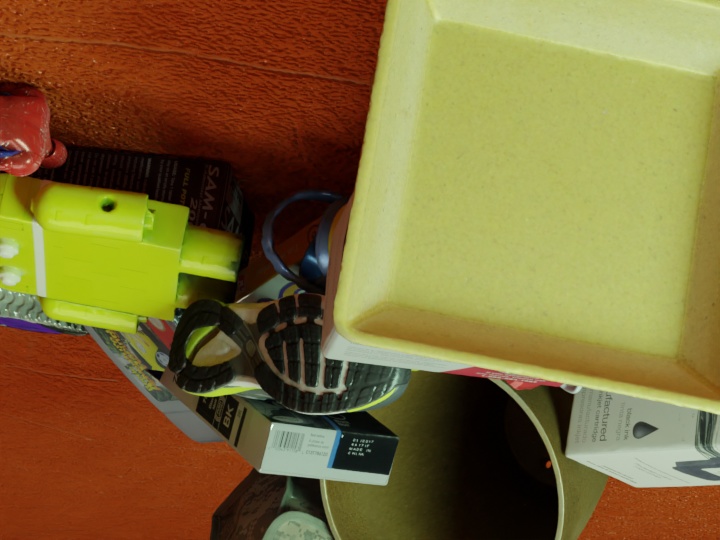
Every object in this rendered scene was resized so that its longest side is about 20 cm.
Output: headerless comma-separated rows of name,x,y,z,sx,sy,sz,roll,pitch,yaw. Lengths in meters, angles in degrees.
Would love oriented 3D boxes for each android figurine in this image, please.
android figurine,-0.175,-0.011,1.365,0.199,0.041,0.182,10,157,-5

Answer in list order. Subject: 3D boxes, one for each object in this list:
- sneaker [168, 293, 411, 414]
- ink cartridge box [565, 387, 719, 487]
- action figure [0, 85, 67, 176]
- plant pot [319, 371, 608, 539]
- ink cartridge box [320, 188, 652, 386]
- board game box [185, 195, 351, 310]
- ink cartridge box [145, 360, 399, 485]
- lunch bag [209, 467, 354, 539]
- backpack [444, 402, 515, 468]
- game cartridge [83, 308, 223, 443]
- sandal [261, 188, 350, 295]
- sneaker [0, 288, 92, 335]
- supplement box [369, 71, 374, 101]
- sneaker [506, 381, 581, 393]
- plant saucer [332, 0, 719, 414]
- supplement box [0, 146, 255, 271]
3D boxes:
sneaker,-0.032,0.051,1.330,0.081,0.074,0.200,9,179,-40
ink cartridge box,0.240,0.057,1.374,0.084,0.145,0.200,25,158,-39
action figure,-0.259,-0.099,1.275,0.099,0.065,0.200,-10,155,33
plant pot,0.102,0.133,1.523,0.186,0.187,0.200,-1,-172,31
ink cartridge box,0.066,-0.006,1.147,0.147,0.086,0.200,9,161,-8
board game box,-0.018,0.005,1.429,0.200,0.030,0.095,-31,142,34
ink cartridge box,-0.063,0.089,1.451,0.099,0.039,0.200,8,-168,-31
lunch bag,-0.023,0.234,1.546,0.164,0.200,0.118,35,112,-15
backpack,0.026,0.098,1.653,0.200,0.167,0.127,29,153,-18
game cartridge,-0.144,0.051,1.597,0.200,0.041,0.133,51,153,-19
sandal,0.000,0.000,1.348,0.087,0.080,0.200,14,160,24
sneaker,-0.284,0.010,1.647,0.200,0.070,0.099,20,164,-30
supplement box,0.058,-0.049,1.260,0.066,0.069,0.200,2,159,17
sneaker,0.140,0.016,1.349,0.071,0.113,0.200,17,162,-27
plant saucer,0.096,-0.042,1.028,0.199,0.201,0.048,11,168,-5
supplement box,-0.179,-0.037,1.443,0.199,0.061,0.109,5,163,9
